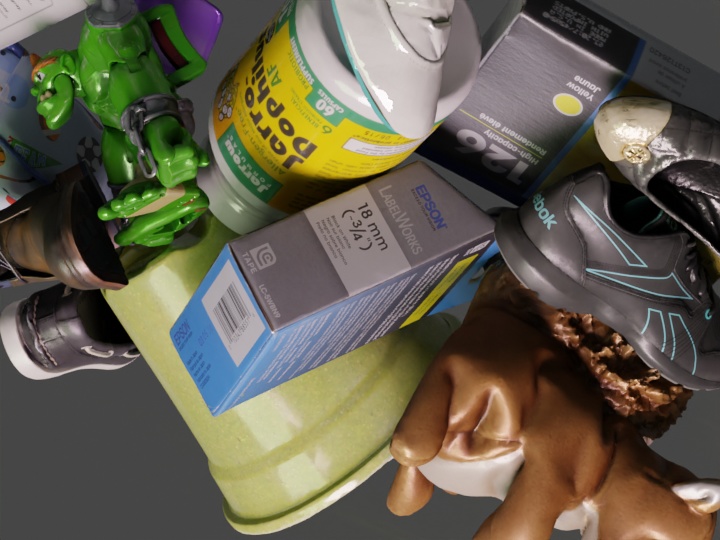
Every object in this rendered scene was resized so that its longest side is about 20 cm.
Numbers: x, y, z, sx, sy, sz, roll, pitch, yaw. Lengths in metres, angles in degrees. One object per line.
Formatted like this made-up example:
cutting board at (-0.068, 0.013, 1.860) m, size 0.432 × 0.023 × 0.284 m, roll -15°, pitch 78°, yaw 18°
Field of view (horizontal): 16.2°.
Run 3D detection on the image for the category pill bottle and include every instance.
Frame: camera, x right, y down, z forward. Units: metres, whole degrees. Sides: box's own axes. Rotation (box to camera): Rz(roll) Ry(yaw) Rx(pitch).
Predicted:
pill bottle at (-0.021, -0.096, 1.462) m, size 0.113 × 0.113 × 0.200 m, roll 31°, pitch 146°, yaw -11°

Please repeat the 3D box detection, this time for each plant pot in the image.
plant pot at (-0.063, 0.033, 1.620) m, size 0.200 × 0.201 × 0.184 m, roll -20°, pitch 116°, yaw 46°

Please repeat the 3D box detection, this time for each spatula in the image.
spatula at (-0.095, -0.180, 1.474) m, size 0.056 × 0.021 × 0.200 m, roll 27°, pitch 146°, yaw -2°

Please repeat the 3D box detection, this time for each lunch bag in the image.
lunch bag at (-0.253, -0.082, 1.660) m, size 0.160 × 0.076 × 0.200 m, roll -7°, pitch 137°, yaw 41°

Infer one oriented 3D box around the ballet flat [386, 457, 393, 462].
ballet flat at (0.027, 0.098, 1.751) m, size 0.069 × 0.070 × 0.200 m, roll 32°, pitch 148°, yaw -12°

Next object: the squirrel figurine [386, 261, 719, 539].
squirrel figurine at (0.133, 0.093, 1.484) m, size 0.186 × 0.200 × 0.142 m, roll 25°, pitch 155°, yaw 9°

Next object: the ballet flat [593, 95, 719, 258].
ballet flat at (0.206, -0.028, 1.392) m, size 0.200 × 0.057 × 0.066 m, roll 38°, pitch 142°, yaw -19°

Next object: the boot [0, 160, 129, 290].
boot at (-0.196, -0.008, 1.518) m, size 0.097 × 0.200 × 0.075 m, roll -26°, pitch 101°, yaw 1°

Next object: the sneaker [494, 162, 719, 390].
sneaker at (0.170, 0.005, 1.444) m, size 0.200 × 0.076 × 0.079 m, roll 28°, pitch 118°, yaw -35°

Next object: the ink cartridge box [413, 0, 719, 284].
ink cartridge box at (0.141, -0.063, 1.472) m, size 0.197 × 0.047 × 0.200 m, roll 27°, pitch 144°, yaw -7°

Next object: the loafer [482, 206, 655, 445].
loafer at (0.136, 0.041, 1.592) m, size 0.072 × 0.063 × 0.200 m, roll -4°, pitch 140°, yaw 48°

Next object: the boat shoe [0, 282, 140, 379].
boat shoe at (-0.165, 0.025, 1.682) m, size 0.060 × 0.200 × 0.074 m, roll -20°, pitch 87°, yaw 24°

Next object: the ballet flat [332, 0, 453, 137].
ballet flat at (0.012, -0.169, 1.311) m, size 0.069 × 0.069 × 0.201 m, roll -15°, pitch 97°, yaw 43°

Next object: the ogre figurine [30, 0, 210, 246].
ogre figurine at (-0.130, -0.086, 1.458) m, size 0.098 × 0.120 × 0.200 m, roll -21°, pitch 171°, yaw 9°

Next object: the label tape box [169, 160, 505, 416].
label tape box at (0.000, 0.000, 1.483) m, size 0.063 × 0.199 × 0.144 m, roll 60°, pitch 154°, yaw 11°

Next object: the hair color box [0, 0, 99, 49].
hair color box at (-0.178, -0.202, 1.446) m, size 0.200 × 0.061 × 0.099 m, roll -17°, pitch 118°, yaw 46°
